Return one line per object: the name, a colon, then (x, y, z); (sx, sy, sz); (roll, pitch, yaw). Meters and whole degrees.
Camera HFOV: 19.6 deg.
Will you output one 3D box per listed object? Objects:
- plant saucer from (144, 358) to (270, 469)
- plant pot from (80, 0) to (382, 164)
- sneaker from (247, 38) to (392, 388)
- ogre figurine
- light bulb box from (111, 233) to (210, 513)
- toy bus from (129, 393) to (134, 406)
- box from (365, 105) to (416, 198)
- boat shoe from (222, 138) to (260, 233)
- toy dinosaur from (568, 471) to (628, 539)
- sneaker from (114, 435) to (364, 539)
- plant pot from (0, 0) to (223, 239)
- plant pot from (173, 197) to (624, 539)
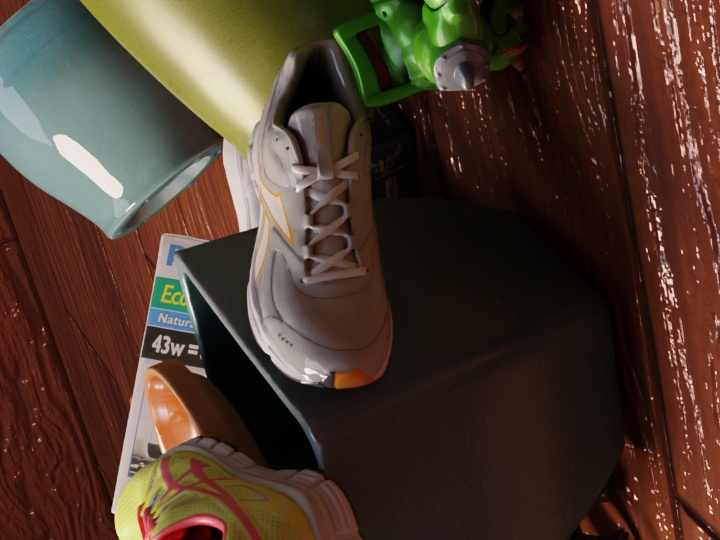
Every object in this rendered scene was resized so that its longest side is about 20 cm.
plant saucer: (-0.072, 0.143, 1.226); (0.201, 0.032, 0.201); (57, 162, 30)
plant pot: (-0.061, -0.171, 1.226); (0.193, 0.200, 0.200); (54, 166, -5)
sneaker: (-0.023, -0.034, 1.077); (0.092, 0.075, 0.201); (100, 163, -52)
ogre figurine: (0.030, -0.150, 1.078); (0.200, 0.098, 0.121); (0, 102, 62)
light bulb box: (-0.085, 0.090, 1.522); (0.198, 0.124, 0.201); (39, -119, -80)
toy bus: (-0.084, 0.114, 1.692); (0.201, 0.191, 0.136); (66, 164, -6)
box: (-0.027, -0.093, 1.445); (0.200, 0.051, 0.158); (53, 160, 37)
boat shoe: (-0.043, -0.045, 1.310); (0.072, 0.068, 0.201); (32, -141, -29)
toy dinosaur: (0.097, 0.163, 1.254); (0.102, 0.200, 0.077); (4, 138, 30)
sneaker: (-0.086, 0.139, 1.079); (0.200, 0.090, 0.079); (-6, 106, 56)
plant pot: (-0.225, -0.140, 1.824); (0.188, 0.200, 0.200); (49, 164, 3)
plant pot: (0.036, 0.070, 1.186); (0.196, 0.199, 0.197); (48, 157, 49)
